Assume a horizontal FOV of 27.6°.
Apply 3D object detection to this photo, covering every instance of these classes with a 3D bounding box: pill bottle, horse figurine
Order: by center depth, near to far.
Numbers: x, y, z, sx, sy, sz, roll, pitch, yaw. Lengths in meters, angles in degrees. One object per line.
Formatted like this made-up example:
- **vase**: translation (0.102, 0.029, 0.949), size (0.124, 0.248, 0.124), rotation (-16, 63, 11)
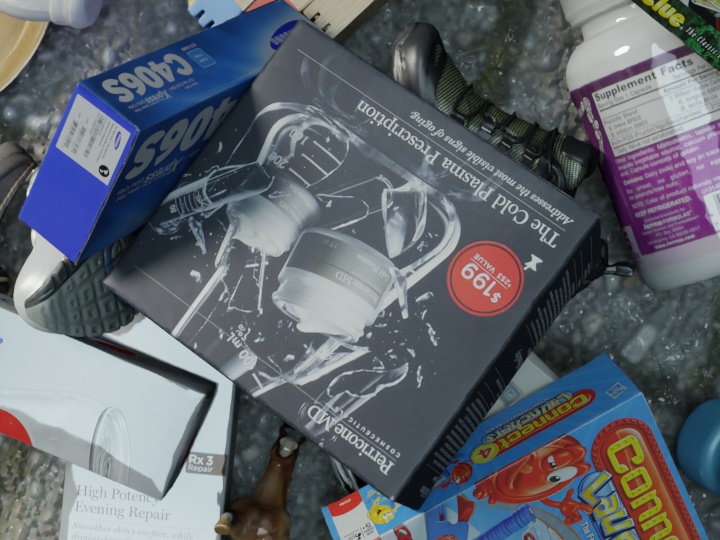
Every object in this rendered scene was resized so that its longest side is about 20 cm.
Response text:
- **horse figurine**: translation (-0.060, 0.202, 0.895), size (0.050, 0.133, 0.200), rotation (-1, 101, 5)
- **pill bottle**: translation (0.192, -0.097, 0.899), size (0.112, 0.112, 0.200), rotation (-21, 90, -2)

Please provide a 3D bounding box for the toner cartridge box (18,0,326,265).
- **toner cartridge box**: translation (-0.097, -0.082, 0.813), size (0.043, 0.200, 0.095), rotation (40, 125, 8)

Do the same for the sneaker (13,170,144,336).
- **sneaker**: translation (-0.161, -0.025, 0.864), size (0.087, 0.200, 0.075), rotation (5, 120, 12)

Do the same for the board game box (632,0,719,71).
- **board game box**: translation (0.201, -0.207, 0.871), size (0.105, 0.023, 0.200), rotation (32, 47, -15)

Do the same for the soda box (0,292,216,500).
- **soda box**: translation (-0.188, 0.059, 0.839), size (0.200, 0.063, 0.068), rotation (24, 90, -2)

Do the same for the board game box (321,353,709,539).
- **board game box**: translation (0.109, 0.183, 0.887), size (0.196, 0.056, 0.200), rotation (-29, 115, -1)

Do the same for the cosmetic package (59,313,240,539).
- **cosmetic package**: translation (-0.127, 0.103, 0.907), size (0.102, 0.074, 0.200), rotation (4, 91, -2)

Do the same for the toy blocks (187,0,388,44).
- **toy blocks**: translation (-0.060, -0.200, 0.909), size (0.137, 0.100, 0.200), rotation (-42, 91, 10)

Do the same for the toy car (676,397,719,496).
- **toy car**: translation (0.339, 0.127, 0.899), size (0.200, 0.184, 0.177), rotation (34, 89, -30)

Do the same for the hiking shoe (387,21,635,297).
- **hiking shoe**: translation (0.093, -0.071, 0.902), size (0.101, 0.076, 0.200), rotation (-24, 101, 21)

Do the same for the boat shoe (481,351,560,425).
- **boat shoe**: translation (0.085, 0.075, 0.913), size (0.072, 0.069, 0.200), rotation (-43, 108, 8)

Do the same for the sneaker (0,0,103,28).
- **sneaker**: translation (-0.190, -0.247, 0.889), size (0.088, 0.075, 0.200), rotation (7, 72, 2)

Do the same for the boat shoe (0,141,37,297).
- **boat shoe**: translation (-0.250, 0.014, 0.910), size (0.073, 0.074, 0.200), rotation (32, 98, -12)

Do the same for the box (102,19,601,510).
- **box**: translation (0.000, 0.000, 0.806), size (0.200, 0.104, 0.182), rotation (35, 86, 14)

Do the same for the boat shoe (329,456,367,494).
- **boat shoe**: translation (-0.011, 0.048, 0.912), size (0.074, 0.068, 0.199), rotation (-8, 90, -2)

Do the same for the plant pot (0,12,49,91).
- **plant pot**: translation (-0.289, -0.188, 0.924), size (0.200, 0.027, 0.200), rotation (0, 90, -1)
